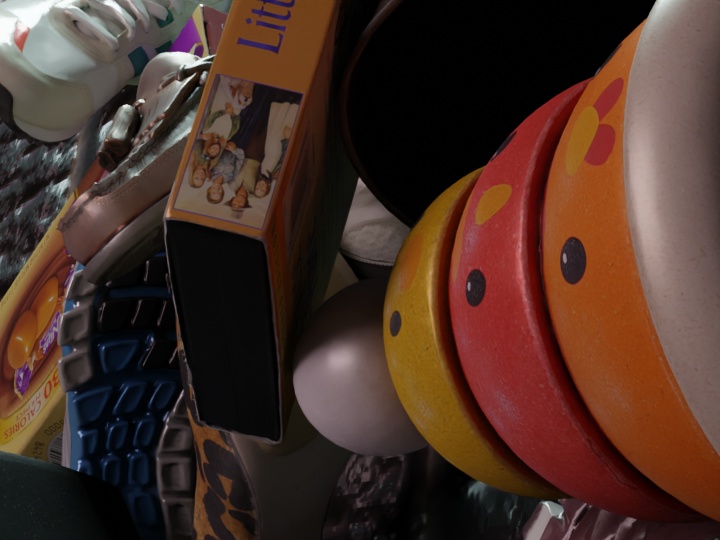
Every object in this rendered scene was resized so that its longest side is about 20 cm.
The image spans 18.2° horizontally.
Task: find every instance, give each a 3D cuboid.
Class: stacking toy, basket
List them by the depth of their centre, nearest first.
[{"bbox_3d":[0.054,0.015,0.561,0.199,0.146,0.147,-20,53,43],"label":"stacking toy"},{"bbox_3d":[0.088,-0.111,0.645,0.137,0.179,0.201,83,-172,-45],"label":"basket"}]

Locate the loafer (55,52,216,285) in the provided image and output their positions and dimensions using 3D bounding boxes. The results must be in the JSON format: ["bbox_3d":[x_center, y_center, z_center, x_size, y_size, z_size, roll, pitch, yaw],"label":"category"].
[{"bbox_3d":[-0.059,-0.061,0.852,0.072,0.063,0.200,-39,1,40],"label":"loafer"}]

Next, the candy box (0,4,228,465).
[{"bbox_3d":[-0.093,-0.004,0.997,0.200,0.056,0.117,-53,31,31],"label":"candy box"}]

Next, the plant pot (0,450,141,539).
[{"bbox_3d":[-0.173,0.171,0.754,0.199,0.177,0.200,-34,56,8],"label":"plant pot"}]

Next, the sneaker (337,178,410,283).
[{"bbox_3d":[0.000,0.000,0.801,0.088,0.075,0.200,66,166,2],"label":"sneaker"}]

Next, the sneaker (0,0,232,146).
[{"bbox_3d":[-0.108,-0.122,1.013,0.093,0.070,0.200,-47,-6,26],"label":"sneaker"}]

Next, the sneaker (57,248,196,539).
[{"bbox_3d":[-0.094,0.057,0.915,0.087,0.074,0.202,-152,70,-75],"label":"sneaker"}]

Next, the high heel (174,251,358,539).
[{"bbox_3d":[-0.049,0.056,0.769,0.142,0.071,0.201,-9,102,55],"label":"high heel"}]

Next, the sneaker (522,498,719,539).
[{"bbox_3d":[0.066,0.128,0.591,0.201,0.075,0.116,-61,31,13],"label":"sneaker"}]

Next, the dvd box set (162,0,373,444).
[{"bbox_3d":[-0.011,-0.068,0.639,0.147,0.029,0.201,89,-165,-66],"label":"dvd box set"}]
